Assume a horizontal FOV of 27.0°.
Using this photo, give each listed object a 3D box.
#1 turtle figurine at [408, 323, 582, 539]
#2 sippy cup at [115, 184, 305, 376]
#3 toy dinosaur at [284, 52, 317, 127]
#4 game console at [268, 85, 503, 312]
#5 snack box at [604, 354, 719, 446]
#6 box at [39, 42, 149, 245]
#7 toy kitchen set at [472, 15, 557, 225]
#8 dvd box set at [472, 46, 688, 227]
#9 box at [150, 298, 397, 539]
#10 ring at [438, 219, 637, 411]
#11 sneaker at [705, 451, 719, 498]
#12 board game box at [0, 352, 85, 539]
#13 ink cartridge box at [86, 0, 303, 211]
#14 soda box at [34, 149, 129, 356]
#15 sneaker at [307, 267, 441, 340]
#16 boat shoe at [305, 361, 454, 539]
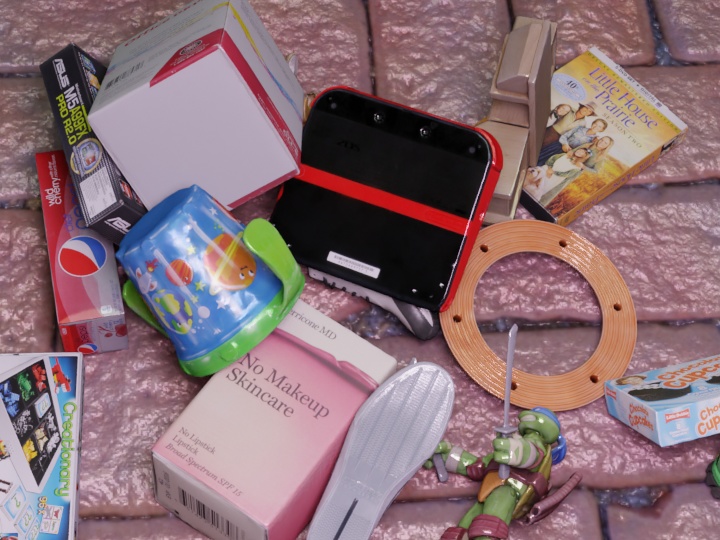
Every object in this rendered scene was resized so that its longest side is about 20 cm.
[{"bbox_3d":[0.089,0.176,1.298,0.143,0.200,0.194,1,53,38],"label":"turtle figurine"},{"bbox_3d":[-0.140,0.001,1.318,0.178,0.130,0.140,-36,17,13],"label":"sippy cup"},{"bbox_3d":[-0.091,-0.136,1.546,0.106,0.060,0.200,2,52,39],"label":"toy dinosaur"},{"bbox_3d":[0.021,-0.072,1.417,0.199,0.031,0.178,19,90,19],"label":"game console"},{"bbox_3d":[0.340,0.110,1.381,0.199,0.116,0.037,-12,102,-13],"label":"snack box"},{"bbox_3d":[-0.224,-0.103,1.443,0.044,0.160,0.201,-31,58,15],"label":"box"},{"bbox_3d":[0.093,-0.179,1.484,0.180,0.163,0.201,13,67,12],"label":"toy kitchen set"},{"bbox_3d":[0.226,-0.141,1.581,0.200,0.029,0.146,-34,65,-23],"label":"dvd box set"},{"bbox_3d":[-0.075,0.142,1.322,0.128,0.109,0.200,30,60,15],"label":"box"},{"bbox_3d":[0.170,0.043,1.445,0.199,0.019,0.201,5,65,-10],"label":"ring"},{"bbox_3d":[0.419,0.165,1.365,0.199,0.085,0.078,-13,59,-14],"label":"sneaker"},{"bbox_3d":[-0.312,0.167,1.329,0.126,0.035,0.201,-1,57,-4],"label":"board game box"},{"bbox_3d":[-0.148,-0.156,1.414,0.145,0.145,0.200,-27,25,13],"label":"ink cartridge box"},{"bbox_3d":[-0.267,-0.020,1.435,0.063,0.070,0.201,-10,58,-9],"label":"soda box"},{"bbox_3d":[0.000,0.000,1.457,0.080,0.074,0.200,-43,71,2],"label":"sneaker"},{"bbox_3d":[0.011,0.162,1.291,0.073,0.067,0.200,35,93,-3],"label":"boat shoe"}]
